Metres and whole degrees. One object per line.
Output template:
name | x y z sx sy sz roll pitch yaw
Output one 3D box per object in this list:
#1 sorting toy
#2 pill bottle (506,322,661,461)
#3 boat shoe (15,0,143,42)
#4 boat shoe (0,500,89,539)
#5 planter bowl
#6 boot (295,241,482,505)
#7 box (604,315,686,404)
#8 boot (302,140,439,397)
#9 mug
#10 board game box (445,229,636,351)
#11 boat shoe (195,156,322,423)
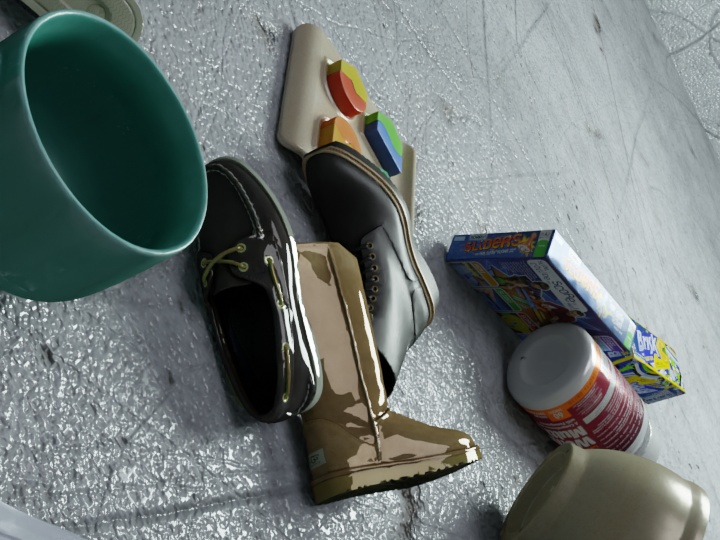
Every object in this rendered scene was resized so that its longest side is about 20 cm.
sorting toy | -0.002 -0.126 1.183 0.200 0.036 0.186 46 33 -35
pill bottle | 0.258 0.157 1.363 0.200 0.109 0.110 46 33 -35
boat shoe | -0.233 -0.224 0.822 0.200 0.072 0.068 48 -5 -21
boat shoe | -0.180 0.158 0.616 0.200 0.072 0.063 38 63 -38
planter bowl | 0.219 0.252 1.159 0.134 0.201 0.200 36 30 0
boot | 0.008 0.076 0.976 0.174 0.066 0.202 -1 69 -42
box | 0.383 0.125 1.670 0.199 0.064 0.071 30 45 -51
boot | 0.000 0.000 1.054 0.201 0.077 0.139 55 34 -20
mug | -0.190 -0.072 0.707 0.186 0.114 0.152 58 28 -15
board game box | 0.202 0.026 1.333 0.200 0.134 0.035 44 58 -39
boat shoe | -0.083 0.012 0.886 0.060 0.071 0.203 -14 84 -67
